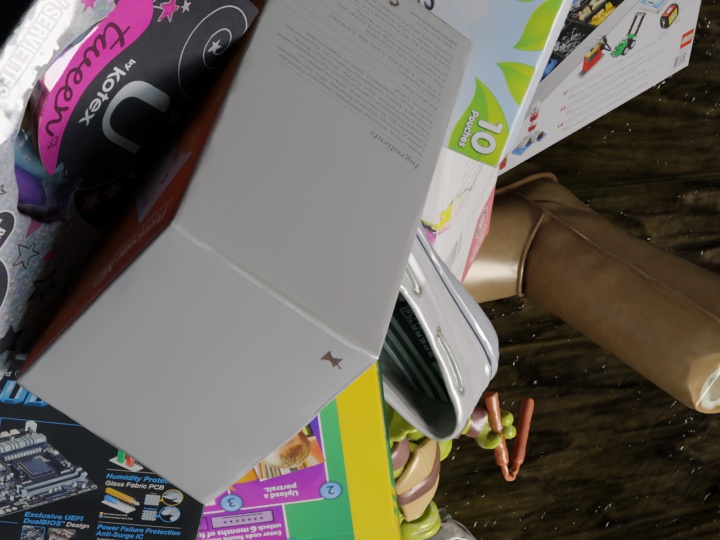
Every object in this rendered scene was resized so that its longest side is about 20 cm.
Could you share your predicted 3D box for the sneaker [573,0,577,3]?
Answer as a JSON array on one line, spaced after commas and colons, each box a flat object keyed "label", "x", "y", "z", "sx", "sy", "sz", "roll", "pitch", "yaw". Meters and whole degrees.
[{"label": "sneaker", "x": 0.109, "y": -0.221, "z": 1.133, "sx": 0.077, "sy": 0.085, "sz": 0.200, "roll": -21, "pitch": 136, "yaw": -41}]

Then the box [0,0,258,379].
[{"label": "box", "x": -0.160, "y": -0.067, "z": 0.883, "sx": 0.200, "sy": 0.132, "sz": 0.115, "roll": -55, "pitch": 148, "yaw": 4}]

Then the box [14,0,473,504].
[{"label": "box", "x": -0.043, "y": -0.027, "z": 0.931, "sx": 0.124, "sy": 0.097, "sz": 0.200, "roll": -42, "pitch": -159, "yaw": 40}]

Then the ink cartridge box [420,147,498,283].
[{"label": "ink cartridge box", "x": 0.030, "y": -0.071, "z": 1.156, "sx": 0.117, "sy": 0.067, "sz": 0.200, "roll": -60, "pitch": 162, "yaw": -48}]

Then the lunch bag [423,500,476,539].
[{"label": "lunch bag", "x": 0.001, "y": 0.229, "z": 1.331, "sx": 0.200, "sy": 0.168, "sz": 0.139, "roll": -37, "pitch": 160, "yaw": -26}]

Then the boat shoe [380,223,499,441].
[{"label": "boat shoe", "x": 0.000, "y": 0.000, "z": 1.096, "sx": 0.074, "sy": 0.200, "sz": 0.067, "roll": -30, "pitch": -154, "yaw": 32}]

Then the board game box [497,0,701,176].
[{"label": "board game box", "x": 0.121, "y": -0.135, "z": 1.280, "sx": 0.200, "sy": 0.035, "sz": 0.126, "roll": -30, "pitch": 142, "yaw": -33}]

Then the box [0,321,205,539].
[{"label": "box", "x": -0.166, "y": 0.085, "z": 1.002, "sx": 0.200, "sy": 0.046, "sz": 0.159, "roll": 6, "pitch": 124, "yaw": -11}]

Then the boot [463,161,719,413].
[{"label": "boot", "x": 0.120, "y": 0.020, "z": 1.271, "sx": 0.175, "sy": 0.200, "sz": 0.066, "roll": -32, "pitch": 140, "yaw": -32}]

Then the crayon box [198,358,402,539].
[{"label": "crayon box", "x": -0.085, "y": 0.093, "z": 1.081, "sx": 0.200, "sy": 0.058, "sz": 0.173, "roll": -6, "pitch": 125, "yaw": 0}]

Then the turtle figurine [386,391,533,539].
[{"label": "turtle figurine", "x": 0.029, "y": 0.099, "z": 1.252, "sx": 0.200, "sy": 0.064, "sz": 0.161, "roll": -45, "pitch": 149, "yaw": -29}]

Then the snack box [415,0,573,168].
[{"label": "snack box", "x": 0.036, "y": -0.165, "z": 1.001, "sx": 0.053, "sy": 0.142, "sz": 0.200, "roll": -57, "pitch": 168, "yaw": -66}]
